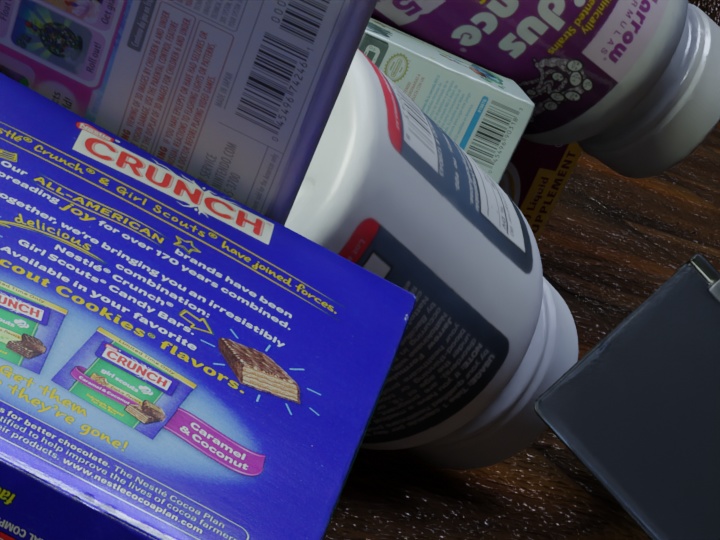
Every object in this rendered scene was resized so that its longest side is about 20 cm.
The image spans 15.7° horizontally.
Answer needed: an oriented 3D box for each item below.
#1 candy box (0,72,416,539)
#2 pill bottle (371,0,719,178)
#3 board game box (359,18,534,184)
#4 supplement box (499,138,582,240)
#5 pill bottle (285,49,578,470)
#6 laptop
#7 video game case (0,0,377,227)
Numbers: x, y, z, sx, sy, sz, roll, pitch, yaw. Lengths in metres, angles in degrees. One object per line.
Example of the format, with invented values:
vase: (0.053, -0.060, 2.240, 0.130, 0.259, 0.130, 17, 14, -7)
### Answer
candy box: (-0.084, 0.035, 0.744, 0.169, 0.077, 0.200, 28, 26, -1)
pill bottle: (0.075, -0.126, 1.168, 0.200, 0.112, 0.112, 34, 6, -30)
board game box: (-0.050, -0.050, 1.100, 0.200, 0.148, 0.064, 23, 13, -14)
supplement box: (0.002, -0.053, 1.257, 0.103, 0.131, 0.200, 36, 17, 36)
pill bottle: (0.000, 0.000, 0.991, 0.120, 0.120, 0.200, 36, -3, 40)
laptop: (0.153, 0.103, 1.044, 0.187, 0.116, 0.200, 48, -14, 5)
video game case: (-0.100, -0.067, 0.825, 0.182, 0.200, 0.024, 26, 47, 1)
